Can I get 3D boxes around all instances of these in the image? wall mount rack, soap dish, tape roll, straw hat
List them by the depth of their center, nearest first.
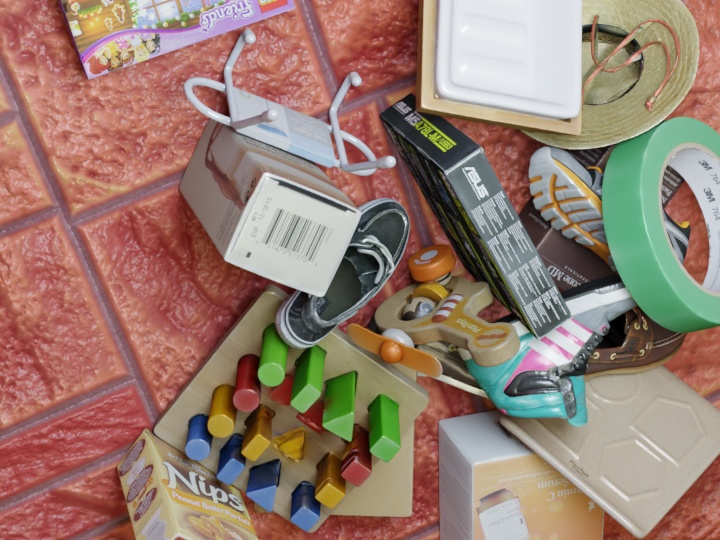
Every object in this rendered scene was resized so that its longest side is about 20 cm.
[{"bbox_3d":[-0.052,-0.136,1.333,0.200,0.174,0.075,19,121,-24],"label":"wall mount rack"},{"bbox_3d":[0.124,-0.223,1.366,0.157,0.081,0.201,7,74,-18],"label":"soap dish"},{"bbox_3d":[0.309,-0.043,1.416,0.200,0.048,0.201,15,67,-40],"label":"tape roll"},{"bbox_3d":[0.227,-0.191,1.447,0.201,0.201,0.085,-43,159,2],"label":"straw hat"}]

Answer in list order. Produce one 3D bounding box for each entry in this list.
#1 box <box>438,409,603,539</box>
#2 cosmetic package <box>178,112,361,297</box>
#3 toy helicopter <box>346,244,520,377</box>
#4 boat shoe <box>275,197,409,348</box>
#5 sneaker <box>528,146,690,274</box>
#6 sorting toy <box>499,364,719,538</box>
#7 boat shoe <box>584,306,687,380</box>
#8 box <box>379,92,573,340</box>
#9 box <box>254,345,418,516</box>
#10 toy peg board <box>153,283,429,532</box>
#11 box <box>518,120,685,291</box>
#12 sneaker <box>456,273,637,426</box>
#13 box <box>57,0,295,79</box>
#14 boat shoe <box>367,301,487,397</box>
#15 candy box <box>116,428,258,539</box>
[{"bbox_3d":[0.171,0.257,1.603,0.152,0.106,0.201,-9,113,-15],"label":"box"},{"bbox_3d":[-0.085,-0.063,1.338,0.103,0.200,0.087,20,102,-26],"label":"cosmetic package"},{"bbox_3d":[0.075,0.053,1.393,0.132,0.200,0.079,-30,114,-19],"label":"toy helicopter"},{"bbox_3d":[0.000,0.000,1.412,0.072,0.071,0.200,48,52,-16],"label":"boat shoe"},{"bbox_3d":[0.242,-0.060,1.447,0.200,0.078,0.077,39,69,-23],"label":"sneaker"},{"bbox_3d":[0.265,0.161,1.534,0.200,0.185,0.037,-37,158,-35],"label":"sorting toy"},{"bbox_3d":[0.261,0.067,1.540,0.200,0.070,0.070,-16,143,-27],"label":"boat shoe"},{"bbox_3d":[0.106,-0.054,1.408,0.047,0.193,0.200,-34,116,-5],"label":"box"},{"bbox_3d":[-0.025,0.159,1.511,0.163,0.021,0.201,2,115,1],"label":"box"},{"bbox_3d":[-0.069,0.156,1.443,0.200,0.098,0.199,35,110,-14],"label":"toy peg board"},{"bbox_3d":[0.243,-0.074,1.515,0.100,0.075,0.200,30,101,-26],"label":"box"},{"bbox_3d":[0.205,0.085,1.437,0.200,0.084,0.121,-23,94,12],"label":"sneaker"},{"bbox_3d":[-0.170,-0.267,1.318,0.200,0.039,0.137,-21,117,-10],"label":"box"},{"bbox_3d":[0.099,0.082,1.531,0.199,0.072,0.060,16,108,-17],"label":"boat shoe"},{"bbox_3d":[-0.160,0.241,1.432,0.115,0.200,0.055,34,100,-27],"label":"candy box"}]
